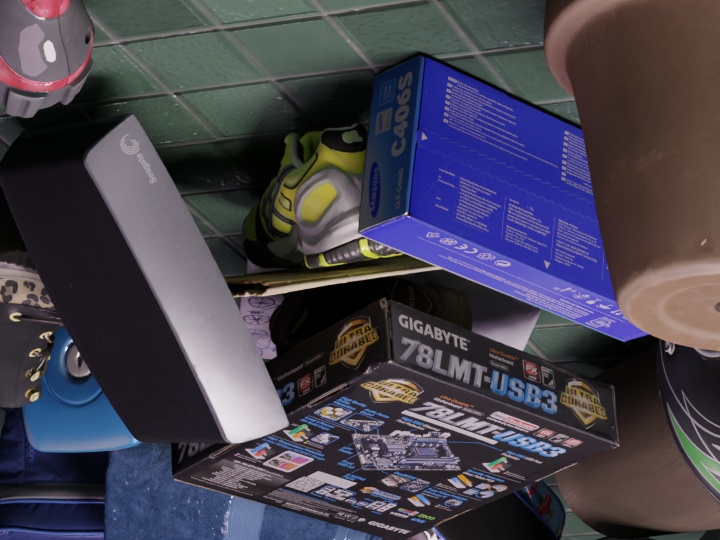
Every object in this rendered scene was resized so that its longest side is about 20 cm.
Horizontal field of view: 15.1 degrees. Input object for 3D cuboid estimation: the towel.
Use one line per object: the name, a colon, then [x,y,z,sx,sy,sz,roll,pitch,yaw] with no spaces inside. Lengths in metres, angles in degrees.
towel: [-0.083,0.176,1.849,0.200,0.049,0.112,20,135,14]

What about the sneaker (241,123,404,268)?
sneaker: [-0.018,-0.041,1.538,0.075,0.077,0.200,-9,-179,-20]

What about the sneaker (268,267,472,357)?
sneaker: [-0.031,0.050,1.696,0.114,0.076,0.199,20,149,-29]

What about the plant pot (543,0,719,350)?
plant pot: [0.184,-0.059,1.303,0.200,0.175,0.200,4,159,1]

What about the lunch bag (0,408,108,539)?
lunch bag: [-0.170,0.172,1.996,0.199,0.133,0.136,0,157,14]

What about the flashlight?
flashlight: [-0.147,-0.142,1.315,0.068,0.068,0.200,12,158,-14]

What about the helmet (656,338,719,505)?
helmet: [0.269,0.066,1.557,0.200,0.201,0.190,23,150,-37]

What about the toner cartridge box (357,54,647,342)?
toner cartridge box: [0.091,-0.036,1.482,0.200,0.095,0.043,22,152,-34]

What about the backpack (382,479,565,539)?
backpack: [0.021,0.192,1.939,0.183,0.135,0.200,46,138,-14]

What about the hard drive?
hard drive: [-0.128,0.011,1.534,0.135,0.042,0.200,-4,117,53]

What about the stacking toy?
stacking toy: [-0.125,0.073,1.813,0.110,0.116,0.200,-6,167,33]

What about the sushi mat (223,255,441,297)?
sushi mat: [0.000,0.000,1.575,0.200,0.012,0.096,-8,-177,-35]

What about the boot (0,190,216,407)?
boot: [-0.187,0.026,1.683,0.203,0.074,0.154,11,143,3]

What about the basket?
basket: [0.223,0.104,1.754,0.180,0.136,0.200,19,158,-27]

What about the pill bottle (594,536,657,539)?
pill bottle: [0.187,0.241,1.844,0.119,0.120,0.200,9,177,-8]

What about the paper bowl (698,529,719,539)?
paper bowl: [0.304,0.216,1.947,0.104,0.201,0.201,45,151,-1]

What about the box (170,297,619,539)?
box: [0.020,0.097,1.659,0.200,0.050,0.198,20,143,-38]

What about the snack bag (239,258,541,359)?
snack bag: [0.021,0.029,1.753,0.199,0.021,0.189,7,157,-4]
